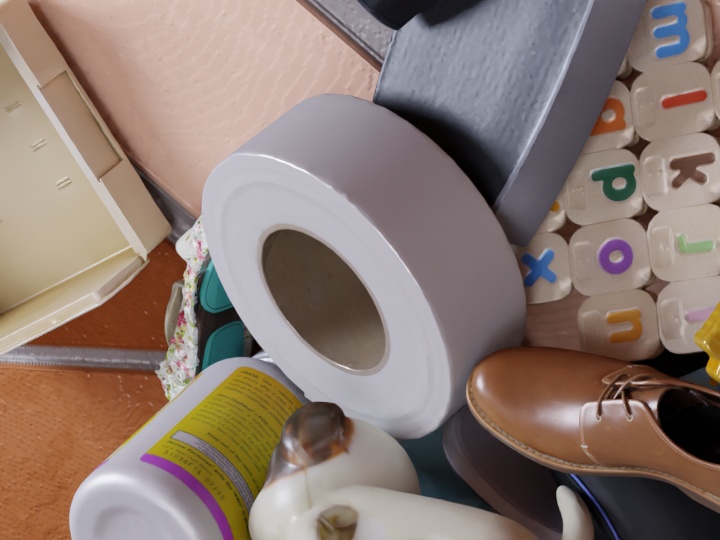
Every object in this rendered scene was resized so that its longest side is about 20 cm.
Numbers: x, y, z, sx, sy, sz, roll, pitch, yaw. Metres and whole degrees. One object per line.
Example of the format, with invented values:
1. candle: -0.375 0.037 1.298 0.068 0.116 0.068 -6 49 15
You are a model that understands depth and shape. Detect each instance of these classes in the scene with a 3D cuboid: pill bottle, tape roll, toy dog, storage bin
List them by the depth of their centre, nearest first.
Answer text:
1. toy dog: 0.013 0.159 1.209 0.194 0.140 0.200 -49 48 0
2. tape roll: 0.000 0.000 1.257 0.202 0.071 0.203 33 145 27
3. pill bottle: -0.085 0.121 1.327 0.104 0.200 0.105 14 122 24
4. storage bin: -0.258 -0.052 1.418 0.198 0.094 0.200 -25 103 34

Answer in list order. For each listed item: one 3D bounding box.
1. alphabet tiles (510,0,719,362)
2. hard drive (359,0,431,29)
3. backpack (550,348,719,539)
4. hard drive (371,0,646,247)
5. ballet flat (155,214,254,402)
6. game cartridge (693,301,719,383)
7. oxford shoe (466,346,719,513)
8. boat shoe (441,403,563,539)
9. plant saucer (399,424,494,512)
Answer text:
1. alphabet tiles: 0.159 -0.050 1.205 0.195 0.015 0.201 -11 80 31
2. hard drive: 0.000 -0.247 1.178 0.135 0.042 0.200 -37 79 35
3. backpack: 0.226 0.112 1.234 0.183 0.200 0.135 56 174 21
4. hard drive: 0.078 -0.126 1.207 0.135 0.042 0.201 37 118 28
5. ballet flat: -0.097 0.013 1.393 0.064 0.075 0.201 38 125 33
6. game cartridge: 0.297 0.015 1.139 0.176 0.032 0.200 35 90 -11
7. oxford shoe: 0.144 0.073 1.143 0.199 0.072 0.071 15 156 26
8. boat shoe: 0.118 0.154 1.337 0.200 0.074 0.065 37 136 -19
9. plant saucer: 0.030 0.083 1.392 0.199 0.027 0.201 11 120 19
